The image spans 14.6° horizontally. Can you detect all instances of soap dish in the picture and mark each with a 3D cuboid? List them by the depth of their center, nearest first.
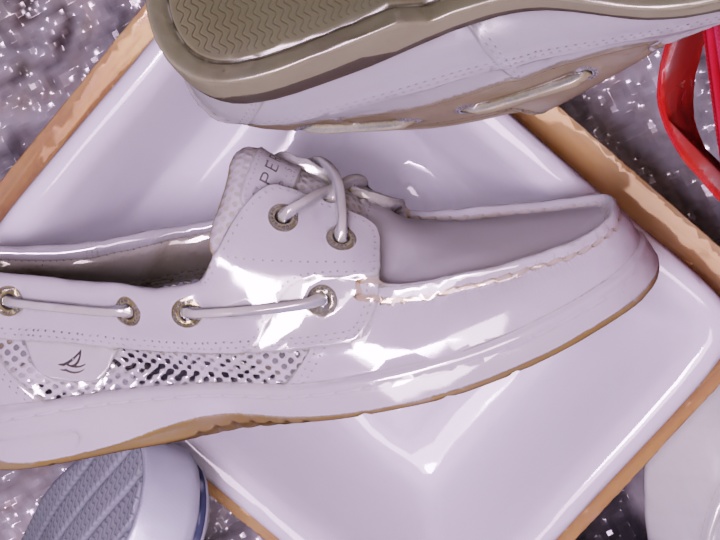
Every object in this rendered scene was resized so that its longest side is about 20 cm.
[{"bbox_3d":[0.000,0.000,0.835,0.200,0.081,0.157,40,103,-8],"label":"soap dish"}]

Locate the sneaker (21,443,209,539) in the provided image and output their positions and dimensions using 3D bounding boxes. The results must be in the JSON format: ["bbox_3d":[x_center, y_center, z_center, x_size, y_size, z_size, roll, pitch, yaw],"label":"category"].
[{"bbox_3d":[-0.076,0.118,0.856,0.070,0.073,0.200,15,140,-17],"label":"sneaker"}]

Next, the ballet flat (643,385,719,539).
[{"bbox_3d":[0.129,0.118,0.865,0.069,0.069,0.201,-3,105,3],"label":"ballet flat"}]

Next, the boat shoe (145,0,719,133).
[{"bbox_3d":[0.047,-0.083,0.735,0.199,0.068,0.075,-10,72,10],"label":"boat shoe"}]

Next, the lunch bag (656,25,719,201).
[{"bbox_3d":[0.160,-0.070,0.751,0.175,0.082,0.201,-12,78,30],"label":"lunch bag"}]

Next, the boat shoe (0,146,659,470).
[{"bbox_3d":[-0.021,0.001,0.758,0.199,0.071,0.070,-13,105,8],"label":"boat shoe"}]
